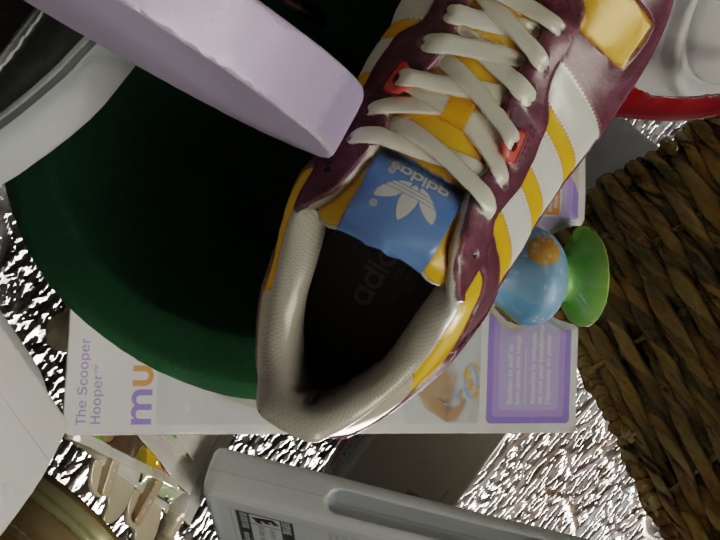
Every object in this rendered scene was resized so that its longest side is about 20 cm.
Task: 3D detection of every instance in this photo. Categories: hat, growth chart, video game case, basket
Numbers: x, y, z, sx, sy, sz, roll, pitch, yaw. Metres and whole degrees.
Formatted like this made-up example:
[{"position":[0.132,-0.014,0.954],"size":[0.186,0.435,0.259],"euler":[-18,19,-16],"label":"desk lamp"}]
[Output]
[{"position":[0.001,-0.035,0.996],"size":[0.166,0.199,0.176],"euler":[-68,167,2],"label":"hat"},{"position":[-0.064,0.022,1.094],"size":[0.145,0.018,0.200],"euler":[-59,160,-20],"label":"growth chart"},{"position":[0.032,0.125,1.216],"size":[0.200,0.181,0.023],"euler":[87,18,-72],"label":"video game case"},{"position":[0.180,0.047,1.165],"size":[0.143,0.200,0.149],"euler":[-34,149,15],"label":"basket"}]

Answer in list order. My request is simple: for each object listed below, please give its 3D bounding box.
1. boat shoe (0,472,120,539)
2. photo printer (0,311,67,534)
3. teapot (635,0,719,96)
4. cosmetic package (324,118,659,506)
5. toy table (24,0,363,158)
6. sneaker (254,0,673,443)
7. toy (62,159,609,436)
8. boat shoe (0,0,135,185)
[{"position":[-0.123,0.148,1.136],"size":[0.063,0.073,0.200],"euler":[-40,154,-29],"label":"boat shoe"},{"position":[-0.174,0.061,0.918],"size":[0.166,0.069,0.200],"euler":[-48,156,-11],"label":"photo printer"},{"position":[0.121,-0.133,1.090],"size":[0.200,0.146,0.198],"euler":[-33,149,-33],"label":"teapot"},{"position":[0.061,0.024,1.283],"size":[0.200,0.051,0.083],"euler":[-53,-178,2],"label":"cosmetic package"},{"position":[-0.061,-0.127,0.769],"size":[0.200,0.184,0.117],"euler":[33,85,-33],"label":"toy table"},{"position":[0.030,-0.040,0.827],"size":[0.090,0.075,0.200],"euler":[-52,165,-67],"label":"sneaker"},{"position":[0.000,0.000,1.027],"size":[0.199,0.047,0.116],"euler":[1,92,-31],"label":"toy"},{"position":[-0.076,-0.111,0.883],"size":[0.200,0.069,0.057],"euler":[-51,125,-10],"label":"boat shoe"}]
